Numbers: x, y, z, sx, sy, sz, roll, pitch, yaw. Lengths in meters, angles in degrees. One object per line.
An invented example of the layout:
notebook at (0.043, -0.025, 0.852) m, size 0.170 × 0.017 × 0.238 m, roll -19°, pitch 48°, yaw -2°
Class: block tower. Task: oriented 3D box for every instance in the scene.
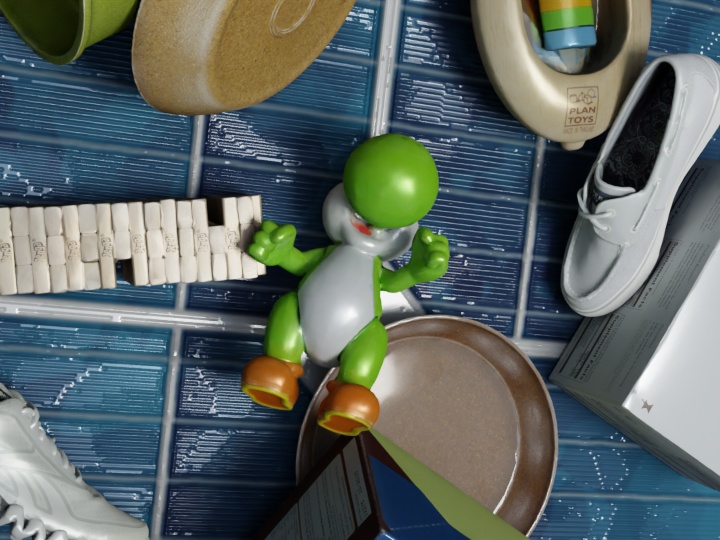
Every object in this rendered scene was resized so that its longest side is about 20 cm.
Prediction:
block tower at (-0.159, -0.017, 0.742) m, size 0.198 × 0.054 × 0.059 m, roll -6°, pitch 96°, yaw -19°

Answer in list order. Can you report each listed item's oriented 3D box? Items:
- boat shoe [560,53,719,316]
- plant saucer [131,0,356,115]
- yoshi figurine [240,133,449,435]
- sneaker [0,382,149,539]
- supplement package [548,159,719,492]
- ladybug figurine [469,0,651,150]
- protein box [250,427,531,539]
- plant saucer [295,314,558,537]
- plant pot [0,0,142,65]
boat shoe at (0.185, -0.057, 0.813) m, size 0.068 × 0.072 × 0.201 m, roll 2°, pitch 126°, yaw -43°
plant saucer at (-0.050, -0.165, 0.696) m, size 0.035 × 0.200 × 0.200 m, roll 39°, pitch 80°, yaw 15°
yoshi figurine at (-0.004, -0.007, 0.742) m, size 0.112 × 0.111 × 0.202 m, roll 36°, pitch 64°, yaw -39°
sneaker at (-0.214, 0.121, 0.730) m, size 0.199 × 0.075 × 0.082 m, roll 31°, pitch 76°, yaw -19°
supplement package at (0.268, 0.044, 0.863) m, size 0.155 × 0.111 × 0.201 m, roll 34°, pitch 84°, yaw -18°
ladybug figurine at (0.133, -0.185, 0.816) m, size 0.134 × 0.072 × 0.202 m, roll -6°, pitch 96°, yaw -19°
protein box at (0.016, 0.248, 0.751) m, size 0.198 × 0.135 × 0.200 m, roll 37°, pitch 103°, yaw -18°
plant saucer at (0.045, 0.130, 0.835) m, size 0.198 × 0.034 × 0.203 m, roll -2°, pitch 95°, yaw -20°
plant pot at (-0.124, -0.248, 0.674) m, size 0.192 × 0.200 × 0.202 m, roll -28°, pitch 103°, yaw -26°
